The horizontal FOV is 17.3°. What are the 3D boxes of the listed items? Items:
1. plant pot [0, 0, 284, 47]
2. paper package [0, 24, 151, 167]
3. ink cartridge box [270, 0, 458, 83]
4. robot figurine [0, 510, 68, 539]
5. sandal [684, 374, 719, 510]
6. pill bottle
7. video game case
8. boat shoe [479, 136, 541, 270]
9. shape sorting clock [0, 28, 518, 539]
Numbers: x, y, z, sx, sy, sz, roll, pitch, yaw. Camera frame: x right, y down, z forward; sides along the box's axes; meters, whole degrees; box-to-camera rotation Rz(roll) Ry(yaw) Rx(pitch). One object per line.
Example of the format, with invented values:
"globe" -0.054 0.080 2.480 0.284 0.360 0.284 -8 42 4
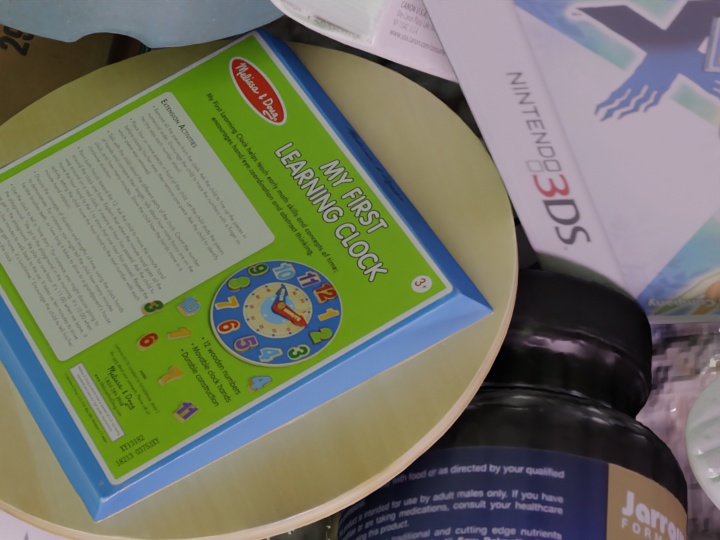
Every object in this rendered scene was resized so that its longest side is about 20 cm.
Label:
"plant pot" -0.070 -0.189 0.742 0.200 0.200 0.196 34 135 30
"paper package" -0.175 -0.078 0.863 0.190 0.103 0.200 12 65 -4
"ink cartridge box" 0.059 -0.158 0.774 0.050 0.161 0.200 26 97 24
"robot figurine" -0.155 0.130 0.840 0.150 0.125 0.200 24 110 12
"sandal" 0.187 0.103 0.718 0.207 0.059 0.079 40 72 19
"pill bottle" 0.046 0.107 0.737 0.112 0.112 0.200 -12 59 30
"video game case" 0.134 -0.042 0.689 0.200 0.182 0.022 -2 55 21
"boat shoe" -0.002 -0.001 0.842 0.202 0.075 0.086 -33 68 20
"shape sorting clock" -0.049 0.003 0.750 0.200 0.039 0.200 -7 52 9
